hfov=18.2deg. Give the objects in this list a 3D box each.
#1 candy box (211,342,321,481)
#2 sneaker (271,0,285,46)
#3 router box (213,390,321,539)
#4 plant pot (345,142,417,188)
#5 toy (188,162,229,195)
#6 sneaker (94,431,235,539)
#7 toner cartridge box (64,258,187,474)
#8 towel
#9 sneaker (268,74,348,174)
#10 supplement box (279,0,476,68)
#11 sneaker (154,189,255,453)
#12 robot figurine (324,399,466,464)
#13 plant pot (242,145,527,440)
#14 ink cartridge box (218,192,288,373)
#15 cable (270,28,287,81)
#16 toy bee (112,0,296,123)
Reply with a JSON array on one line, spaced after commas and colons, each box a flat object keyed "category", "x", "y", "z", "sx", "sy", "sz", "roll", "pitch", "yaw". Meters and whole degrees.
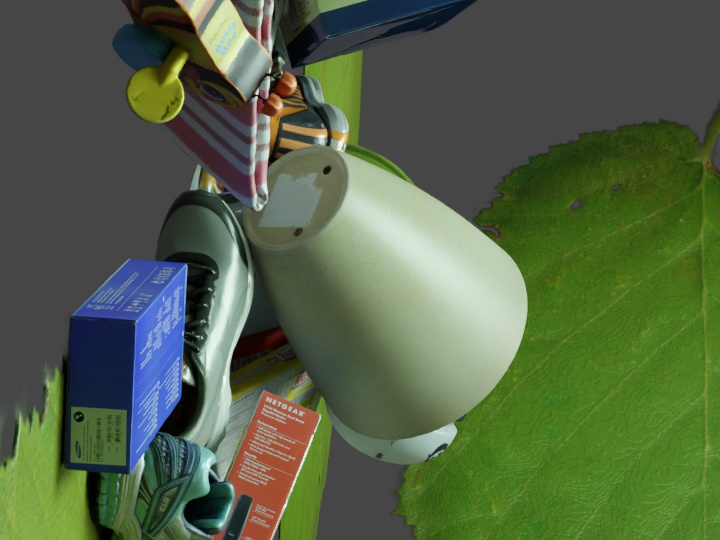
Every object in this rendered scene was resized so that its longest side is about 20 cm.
[{"category": "candy box", "x": -0.086, "y": 0.115, "z": 1.800, "sx": 0.200, "sy": 0.026, "sz": 0.103, "roll": -26, "pitch": 140, "yaw": -57}, {"category": "sneaker", "x": -0.099, "y": -0.207, "z": 1.688, "sx": 0.109, "sy": 0.069, "sz": 0.202, "roll": 77, "pitch": 14, "yaw": -64}, {"category": "router box", "x": -0.099, "y": 0.213, "z": 1.677, "sx": 0.200, "sy": 0.049, "sz": 0.180, "roll": 115, "pitch": -2, "yaw": -59}, {"category": "plant pot", "x": -0.049, "y": 0.007, "z": 1.992, "sx": 0.193, "sy": 0.199, "sz": 0.202, "roll": -48, "pitch": 144, "yaw": -66}, {"category": "toy", "x": -0.108, "y": -0.064, "z": 1.875, "sx": 0.201, "sy": 0.047, "sz": 0.116, "roll": -83, "pitch": 172, "yaw": -53}, {"category": "sneaker", "x": -0.127, "y": 0.170, "z": 1.513, "sx": 0.200, "sy": 0.086, "sz": 0.078, "roll": 88, "pitch": 7, "yaw": -64}, {"category": "toner cartridge box", "x": -0.146, "y": 0.056, "z": 1.419, "sx": 0.200, "sy": 0.043, "sz": 0.096, "roll": -66, "pitch": 161, "yaw": -80}, {"category": "towel", "x": -0.094, "y": -0.156, "z": 1.516, "sx": 0.146, "sy": 0.030, "sz": 0.201, "roll": 44, "pitch": -42, "yaw": 49}, {"category": "sneaker", "x": -0.087, "y": -0.126, "z": 1.792, "sx": 0.200, "sy": 0.111, "sz": 0.078, "roll": -151, "pitch": -106, "yaw": -70}, {"category": "supplement box", "x": -0.008, "y": -0.284, "z": 1.785, "sx": 0.200, "sy": 0.133, "sz": 0.201, "roll": 169, "pitch": -95, "yaw": -80}, {"category": "sneaker", "x": -0.121, "y": 0.042, "z": 1.616, "sx": 0.079, "sy": 0.073, "sz": 0.202, "roll": 23, "pitch": 71, "yaw": -81}, {"category": "robot figurine", "x": 0.050, "y": 0.064, "z": 1.881, "sx": 0.150, "sy": 0.124, "sz": 0.201, "roll": 14, "pitch": 101, "yaw": -53}, {"category": "plant pot", "x": 0.000, "y": 0.000, "z": 1.710, "sx": 0.200, "sy": 0.186, "sz": 0.188, "roll": 46, "pitch": 40, "yaw": -44}, {"category": "ink cartridge box", "x": -0.076, "y": 0.031, "z": 1.817, "sx": 0.162, "sy": 0.057, "sz": 0.202, "roll": -15, "pitch": 112, "yaw": -44}, {"category": "cable", "x": -0.102, "y": -0.219, "z": 1.983, "sx": 0.097, "sy": 0.050, "sz": 0.201, "roll": 47, "pitch": 18, "yaw": -37}, {"category": "toy bee", "x": -0.091, "y": -0.146, "z": 1.398, "sx": 0.132, "sy": 0.108, "sz": 0.200, "roll": -66, "pitch": 165, "yaw": 2}]
